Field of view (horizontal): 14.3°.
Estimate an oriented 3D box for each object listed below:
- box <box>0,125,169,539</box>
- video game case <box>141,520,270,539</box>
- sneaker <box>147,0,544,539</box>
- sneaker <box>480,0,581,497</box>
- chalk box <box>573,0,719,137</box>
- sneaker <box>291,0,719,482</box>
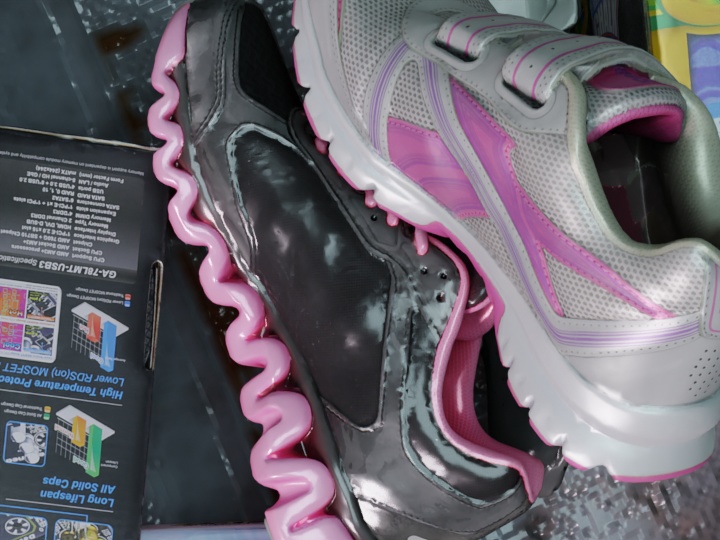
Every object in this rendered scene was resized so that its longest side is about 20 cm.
[{"bbox_3d":[-0.163,0.049,0.875,0.199,0.050,0.200,7,75,-14],"label":"box"},{"bbox_3d":[-0.067,0.183,0.934,0.180,0.045,0.201,-1,87,-8],"label":"video game case"},{"bbox_3d":[0.000,0.000,0.897,0.095,0.079,0.201,-22,83,19],"label":"sneaker"},{"bbox_3d":[0.030,-0.023,0.948,0.088,0.074,0.201,-2,78,-8],"label":"sneaker"},{"bbox_3d":[0.138,-0.059,0.937,0.123,0.125,0.201,-3,89,-9],"label":"chalk box"},{"bbox_3d":[0.057,-0.040,0.848,0.081,0.088,0.200,-15,59,-43],"label":"sneaker"}]
